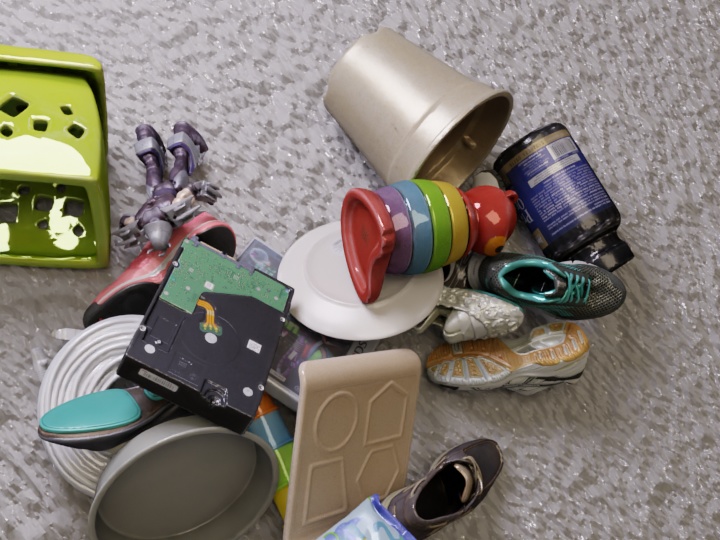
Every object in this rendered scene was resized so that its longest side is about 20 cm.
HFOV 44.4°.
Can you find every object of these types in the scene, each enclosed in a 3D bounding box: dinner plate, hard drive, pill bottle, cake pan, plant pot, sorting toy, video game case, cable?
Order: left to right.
[{"bbox_3d":[-0.372,-0.129,0.971,0.197,0.199,0.184,3,63,-12],"label":"plant pot"},{"bbox_3d":[-0.244,0.147,0.953,0.197,0.069,0.203,-9,82,-20],"label":"cable"},{"bbox_3d":[-0.181,0.225,0.902,0.198,0.202,0.037,-17,41,-19],"label":"cake pan"},{"bbox_3d":[-0.152,0.060,0.908,0.139,0.038,0.201,28,37,-12],"label":"hard drive"},{"bbox_3d":[-0.082,0.067,1.019,0.199,0.023,0.182,34,40,0],"label":"video game case"},{"bbox_3d":[-0.010,0.190,0.954,0.184,0.036,0.203,-2,98,-47],"label":"sorting toy"},{"bbox_3d":[0.000,0.000,1.040,0.197,0.024,0.202,0,43,0],"label":"dinner plate"},{"bbox_3d":[0.059,-0.199,1.111,0.200,0.201,0.183,-39,72,-23],"label":"plant pot"},{"bbox_3d":[0.267,-0.081,1.150,0.111,0.112,0.202,-25,78,-20],"label":"pill bottle"}]

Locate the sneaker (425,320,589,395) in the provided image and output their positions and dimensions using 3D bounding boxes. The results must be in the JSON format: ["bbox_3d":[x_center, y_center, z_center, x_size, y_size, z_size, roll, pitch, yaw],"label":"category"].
[{"bbox_3d":[0.180,0.124,1.078,0.197,0.088,0.076,-7,49,7],"label":"sneaker"}]

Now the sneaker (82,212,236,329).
[{"bbox_3d":[-0.237,0.005,1.030,0.199,0.074,0.087,-37,39,-9],"label":"sneaker"}]

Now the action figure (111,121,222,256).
[{"bbox_3d":[-0.222,-0.091,1.020,0.128,0.070,0.202,-14,47,9],"label":"action figure"}]

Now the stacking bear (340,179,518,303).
[{"bbox_3d":[0.087,-0.050,1.002,0.197,0.122,0.114,-8,50,-21],"label":"stacking bear"}]

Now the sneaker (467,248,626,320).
[{"bbox_3d":[0.229,0.021,1.045,0.197,0.091,0.079,8,94,-10],"label":"sneaker"}]

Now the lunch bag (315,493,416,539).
[{"bbox_3d":[-0.014,0.352,0.892,0.169,0.202,0.127,-30,46,-22],"label":"lunch bag"}]

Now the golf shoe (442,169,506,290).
[{"bbox_3d":[0.132,-0.045,1.123,0.093,0.078,0.203,13,67,-8],"label":"golf shoe"}]

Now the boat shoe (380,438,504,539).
[{"bbox_3d":[0.107,0.246,0.991,0.199,0.073,0.075,-27,84,-43],"label":"boat shoe"}]

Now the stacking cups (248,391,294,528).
[{"bbox_3d":[-0.104,0.182,0.985,0.060,0.061,0.202,-25,82,-20],"label":"stacking cups"}]

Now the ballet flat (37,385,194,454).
[{"bbox_3d":[-0.220,0.147,0.892,0.198,0.073,0.074,-20,76,-27],"label":"ballet flat"}]

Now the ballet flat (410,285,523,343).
[{"bbox_3d":[0.093,0.053,1.056,0.198,0.072,0.072,15,65,20],"label":"ballet flat"}]
